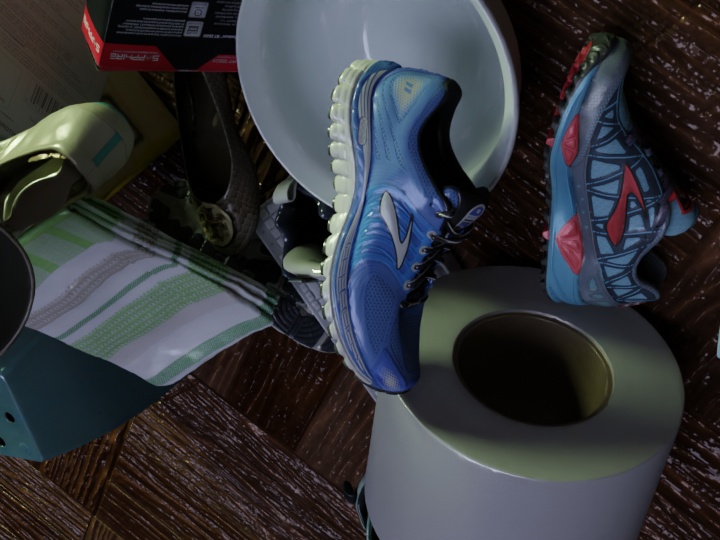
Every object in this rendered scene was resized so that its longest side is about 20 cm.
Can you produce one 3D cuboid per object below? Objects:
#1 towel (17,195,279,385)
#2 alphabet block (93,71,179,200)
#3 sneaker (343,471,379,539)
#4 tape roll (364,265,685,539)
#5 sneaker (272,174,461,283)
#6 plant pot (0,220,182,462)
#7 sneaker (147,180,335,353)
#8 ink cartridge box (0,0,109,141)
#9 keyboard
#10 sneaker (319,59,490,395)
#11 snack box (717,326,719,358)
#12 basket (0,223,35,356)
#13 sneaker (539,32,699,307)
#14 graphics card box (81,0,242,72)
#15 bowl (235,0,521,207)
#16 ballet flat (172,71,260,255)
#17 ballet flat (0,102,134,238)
[{"bbox_3d":[-0.177,0.023,0.881,0.149,0.031,0.199,-33,138,29],"label":"towel"},{"bbox_3d":[-0.299,-0.108,0.953,0.201,0.196,0.195,51,136,-8],"label":"alphabet block"},{"bbox_3d":[0.036,0.216,1.005,0.073,0.118,0.202,11,128,27],"label":"sneaker"},{"bbox_3d":[0.107,0.113,0.822,0.201,0.203,0.140,23,131,19],"label":"tape roll"},{"bbox_3d":[0.000,0.000,0.865,0.079,0.130,0.201,-5,118,39],"label":"sneaker"},{"bbox_3d":[-0.256,0.067,1.045,0.140,0.200,0.142,2,122,33],"label":"plant pot"},{"bbox_3d":[-0.084,-0.006,0.976,0.199,0.078,0.080,36,169,0],"label":"sneaker"},{"bbox_3d":[-0.230,-0.162,0.838,0.042,0.202,0.119,-9,144,34],"label":"ink cartridge box"},{"bbox_3d":[-0.013,0.023,0.946,0.201,0.056,0.011,55,163,-11],"label":"keyboard"},{"bbox_3d":[0.029,-0.022,0.712,0.088,0.078,0.202,5,103,22],"label":"sneaker"},{"bbox_3d":[0.316,0.032,0.675,0.198,0.116,0.037,16,129,25],"label":"snack box"},{"bbox_3d":[-0.302,-0.027,0.697,0.200,0.179,0.137,49,147,48],"label":"basket"},{"bbox_3d":[0.168,-0.060,0.754,0.095,0.080,0.201,10,135,17],"label":"sneaker"},{"bbox_3d":[-0.099,-0.222,0.767,0.051,0.124,0.201,61,143,36],"label":"graphics card box"},{"bbox_3d":[0.025,-0.136,0.773,0.199,0.090,0.203,17,127,24],"label":"bowl"},{"bbox_3d":[-0.116,-0.108,0.890,0.067,0.046,0.202,4,106,33],"label":"ballet flat"},{"bbox_3d":[-0.225,-0.048,0.764,0.199,0.070,0.070,-22,107,36],"label":"ballet flat"}]
